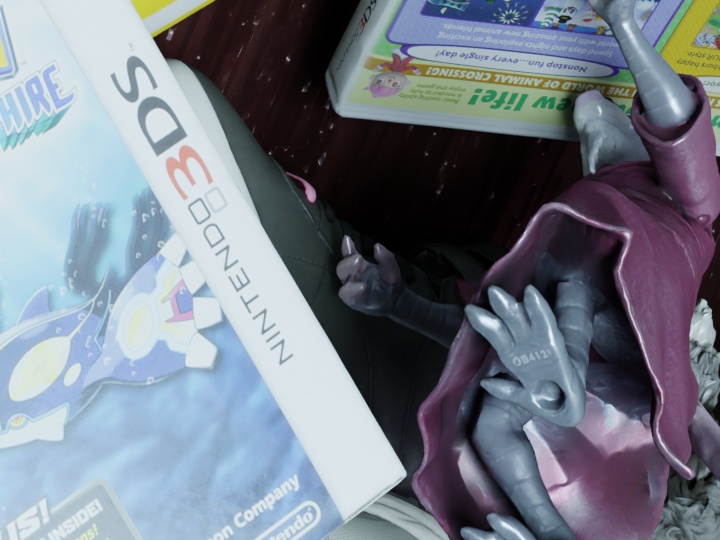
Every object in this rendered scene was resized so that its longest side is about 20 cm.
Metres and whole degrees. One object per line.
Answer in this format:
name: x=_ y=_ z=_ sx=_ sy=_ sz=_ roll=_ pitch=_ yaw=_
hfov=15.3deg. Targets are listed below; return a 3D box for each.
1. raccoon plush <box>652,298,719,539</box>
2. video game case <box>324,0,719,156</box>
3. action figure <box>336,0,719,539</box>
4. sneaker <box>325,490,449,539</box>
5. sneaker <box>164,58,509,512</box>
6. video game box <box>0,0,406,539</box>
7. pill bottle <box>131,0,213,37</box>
raccoon plush: x=0.133 y=0.123 z=0.916 sx=0.134 sy=0.096 sz=0.201 roll=57 pitch=40 yaw=-46
video game case: x=0.111 y=-0.104 z=0.821 sx=0.199 sy=0.022 sz=0.182 roll=4 pitch=139 yaw=-24
action figure: x=0.080 y=0.003 z=0.788 sx=0.149 sy=0.200 sz=0.134 roll=38 pitch=119 yaw=-3
sneaker: x=-0.040 y=0.090 z=0.821 sx=0.200 sy=0.079 sz=0.074 roll=33 pitch=119 yaw=4
sneaker: x=0.000 y=0.000 z=0.867 sx=0.099 sy=0.071 sz=0.201 roll=-34 pitch=118 yaw=-16
video game box: x=-0.111 y=0.031 z=0.670 sx=0.200 sy=0.047 sz=0.183 roll=-36 pitch=101 yaw=-23
pill bottle: x=-0.069 y=-0.127 z=0.771 sx=0.199 sy=0.114 sz=0.115 roll=-32 pitch=115 yaw=-12
